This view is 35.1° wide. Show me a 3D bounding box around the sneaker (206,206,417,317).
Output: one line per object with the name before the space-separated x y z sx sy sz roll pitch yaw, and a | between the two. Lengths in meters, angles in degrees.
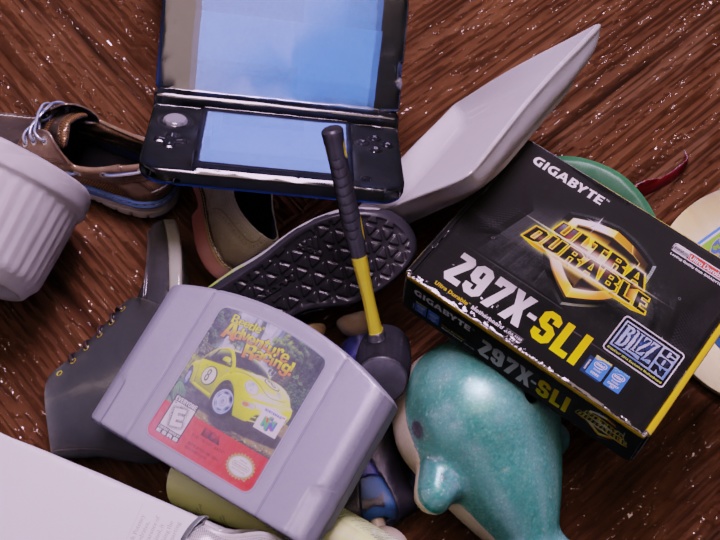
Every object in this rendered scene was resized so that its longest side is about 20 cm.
sneaker | -0.049 0.000 0.892 0.199 0.083 0.072 -23 100 14

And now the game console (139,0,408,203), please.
game console | -0.062 -0.148 0.878 0.199 0.119 0.171 4 33 -5

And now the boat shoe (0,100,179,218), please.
boat shoe | -0.249 -0.107 0.963 0.199 0.072 0.072 12 54 1

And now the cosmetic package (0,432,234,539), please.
cosmetic package | -0.196 0.195 0.809 0.199 0.074 0.102 23 75 5

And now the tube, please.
tube | -0.047 0.176 0.813 0.199 0.052 0.058 14 33 27

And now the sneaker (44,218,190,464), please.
sneaker | -0.189 0.051 0.891 0.106 0.075 0.201 -1 65 -2

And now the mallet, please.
mallet | 0.000 0.000 0.799 0.041 0.201 0.066 -10 27 7

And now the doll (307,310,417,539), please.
doll | -0.005 0.137 0.871 0.136 0.048 0.201 -13 71 -9

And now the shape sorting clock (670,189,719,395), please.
shape sorting clock | 0.342 0.020 0.946 0.199 0.039 0.201 0 67 1

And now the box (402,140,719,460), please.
box | 0.154 0.015 0.815 0.200 0.049 0.160 35 64 17

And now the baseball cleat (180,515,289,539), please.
baseball cleat | -0.052 0.245 0.763 0.200 0.070 0.107 50 66 -23

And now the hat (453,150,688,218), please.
hat | 0.186 -0.010 0.967 0.199 0.176 0.166 -10 87 18

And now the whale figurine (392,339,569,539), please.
whale figurine | 0.110 0.140 0.836 0.159 0.104 0.201 -13 73 -39

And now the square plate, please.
square plate | 0.085 -0.100 0.910 0.028 0.200 0.198 48 59 -12

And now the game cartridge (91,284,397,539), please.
game cartridge | -0.081 0.091 0.800 0.200 0.041 0.133 24 72 25

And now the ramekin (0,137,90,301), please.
ramekin | -0.317 -0.047 0.873 0.202 0.202 0.095 17 77 6

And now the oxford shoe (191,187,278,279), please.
oxford shoe | -0.107 -0.093 0.953 0.071 0.074 0.201 2 64 -47
